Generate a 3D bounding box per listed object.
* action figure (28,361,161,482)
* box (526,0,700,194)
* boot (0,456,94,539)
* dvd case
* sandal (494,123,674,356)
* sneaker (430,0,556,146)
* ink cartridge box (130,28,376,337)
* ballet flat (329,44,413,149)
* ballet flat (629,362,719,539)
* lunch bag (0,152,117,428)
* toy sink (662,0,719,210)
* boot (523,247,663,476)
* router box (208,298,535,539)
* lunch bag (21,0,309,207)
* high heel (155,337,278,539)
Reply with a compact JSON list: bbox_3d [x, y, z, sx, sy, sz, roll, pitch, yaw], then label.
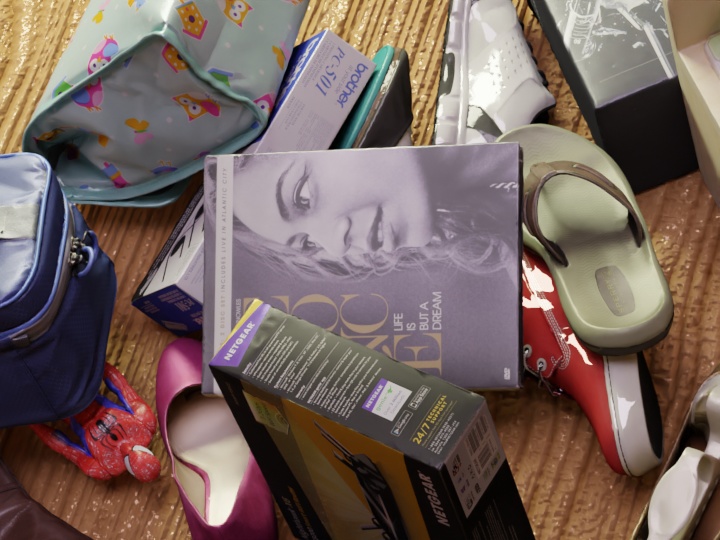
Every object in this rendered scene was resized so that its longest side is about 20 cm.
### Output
[{"bbox_3d":[-0.189,0.076,1.684,0.065,0.052,0.200,-46,55,-9],"label":"action figure"},{"bbox_3d":[0.219,-0.175,1.711,0.200,0.104,0.182,-22,55,1],"label":"box"},{"bbox_3d":[-0.247,0.202,1.619,0.186,0.064,0.200,-43,60,-17],"label":"boot"},{"bbox_3d":[0.000,0.000,1.605,0.199,0.016,0.149,-2,82,16],"label":"dvd case"},{"bbox_3d":[0.134,-0.030,1.594,0.080,0.057,0.201,-26,42,-3],"label":"sandal"},{"bbox_3d":[0.089,-0.126,1.746,0.080,0.074,0.201,5,62,2],"label":"sneaker"},{"bbox_3d":[-0.069,-0.055,1.709,0.044,0.094,0.200,35,71,-15],"label":"ink cartridge box"},{"bbox_3d":[-0.006,-0.048,1.716,0.068,0.068,0.200,34,77,-12],"label":"ballet flat"},{"bbox_3d":[0.201,0.114,1.541,0.068,0.072,0.200,20,64,26],"label":"ballet flat"},{"bbox_3d":[-0.249,0.013,1.638,0.199,0.132,0.136,-12,49,17],"label":"lunch bag"},{"bbox_3d":[0.270,-0.098,1.586,0.130,0.200,0.112,-22,53,-1],"label":"toy sink"},{"bbox_3d":[0.100,0.058,1.612,0.144,0.073,0.200,-18,46,4],"label":"boot"},{"bbox_3d":[0.013,0.115,1.515,0.157,0.200,0.052,22,64,28],"label":"router box"},{"bbox_3d":[-0.134,-0.139,1.758,0.200,0.122,0.171,-31,31,41],"label":"lunch bag"},{"bbox_3d":[-0.095,0.105,1.616,0.067,0.096,0.200,-19,54,5],"label":"high heel"}]
